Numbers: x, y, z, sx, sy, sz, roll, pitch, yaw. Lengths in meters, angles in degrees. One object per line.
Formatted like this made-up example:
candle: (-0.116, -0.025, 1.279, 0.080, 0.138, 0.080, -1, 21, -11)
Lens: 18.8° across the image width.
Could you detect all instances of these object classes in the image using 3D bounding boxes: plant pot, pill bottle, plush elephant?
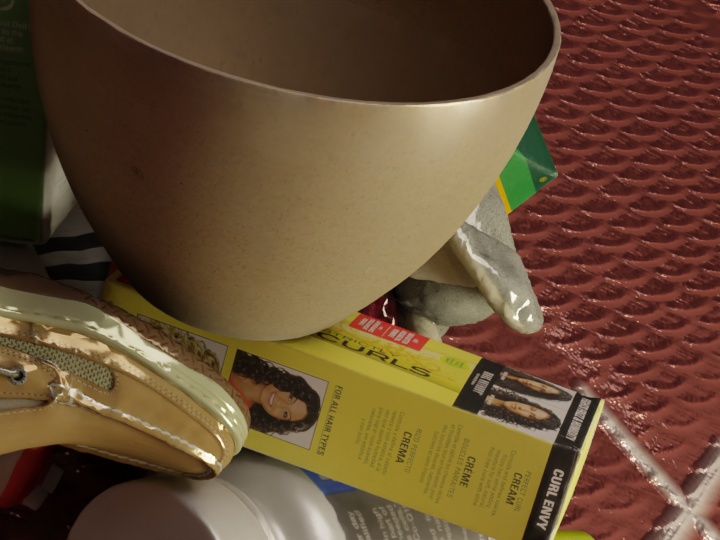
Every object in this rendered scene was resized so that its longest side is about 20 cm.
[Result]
plant pot: (-0.035, -0.054, 0.831, 0.198, 0.135, 0.201, 10, 30, -6)
pill bottle: (-0.024, 0.125, 0.901, 0.199, 0.114, 0.114, -1, 53, -54)
plush elephant: (0.000, 0.000, 0.985, 0.154, 0.201, 0.165, 19, 26, -6)

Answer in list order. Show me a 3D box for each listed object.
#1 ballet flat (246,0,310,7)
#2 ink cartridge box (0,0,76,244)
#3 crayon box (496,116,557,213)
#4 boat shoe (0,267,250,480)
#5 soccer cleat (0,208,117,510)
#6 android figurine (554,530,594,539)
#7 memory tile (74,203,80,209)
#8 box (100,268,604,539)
ballet flat: (-0.026, -0.134, 0.948, 0.071, 0.070, 0.199, 33, 13, 37)
ink cartridge box: (-0.143, -0.124, 0.925, 0.059, 0.202, 0.104, 9, 21, 5)
crayon box: (-0.007, -0.062, 1.126, 0.199, 0.127, 0.051, 23, 38, -44)
boat shoe: (-0.138, 0.041, 0.787, 0.199, 0.072, 0.077, 25, 60, -12)
soccer cleat: (-0.146, 0.029, 0.921, 0.085, 0.069, 0.201, 29, 29, -11)
android figurine: (0.119, 0.207, 1.060, 0.199, 0.041, 0.183, 10, 45, -49)
memory tile: (-0.157, -0.088, 1.099, 0.200, 0.017, 0.153, 47, 29, 4)
box: (-0.006, 0.049, 0.870, 0.198, 0.051, 0.075, 19, 18, 9)
